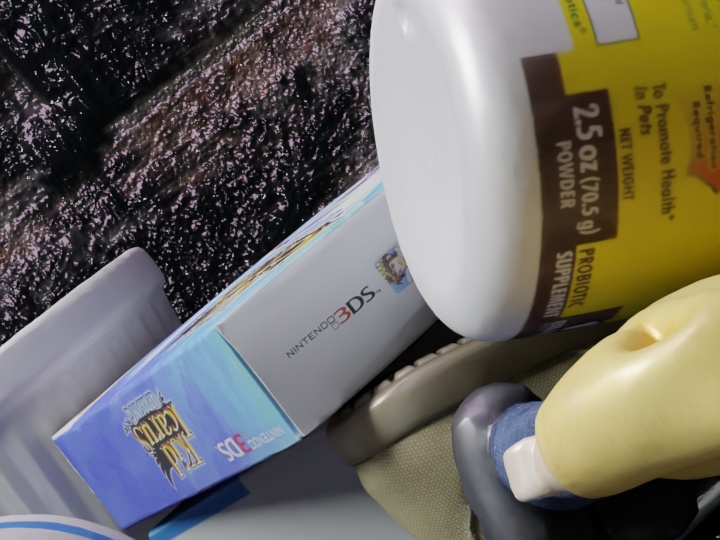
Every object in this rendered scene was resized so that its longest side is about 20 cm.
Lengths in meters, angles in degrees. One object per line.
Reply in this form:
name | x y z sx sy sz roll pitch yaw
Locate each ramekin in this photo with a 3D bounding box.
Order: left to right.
ramekin | -0.136 0.087 0.924 0.202 0.094 0.202 -37 3 2

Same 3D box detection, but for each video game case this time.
video game case | 0.000 0.000 0.785 0.181 0.046 0.200 -41 3 -24

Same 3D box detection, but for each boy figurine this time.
boy figurine | 0.099 0.028 0.572 0.124 0.065 0.200 -16 -6 -27

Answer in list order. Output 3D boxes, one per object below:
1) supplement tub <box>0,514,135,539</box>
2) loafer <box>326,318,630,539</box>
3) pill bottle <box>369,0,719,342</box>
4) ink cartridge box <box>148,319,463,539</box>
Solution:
supplement tub | -0.102 0.146 0.637 0.132 0.132 0.200 -39 2 5
loafer | 0.085 0.032 0.724 0.199 0.069 0.076 -23 0 -18
pill bottle | 0.110 -0.049 0.656 0.199 0.110 0.109 -10 -4 -14
ink cartridge box | 0.043 0.046 0.832 0.200 0.086 0.146 -43 4 -36
